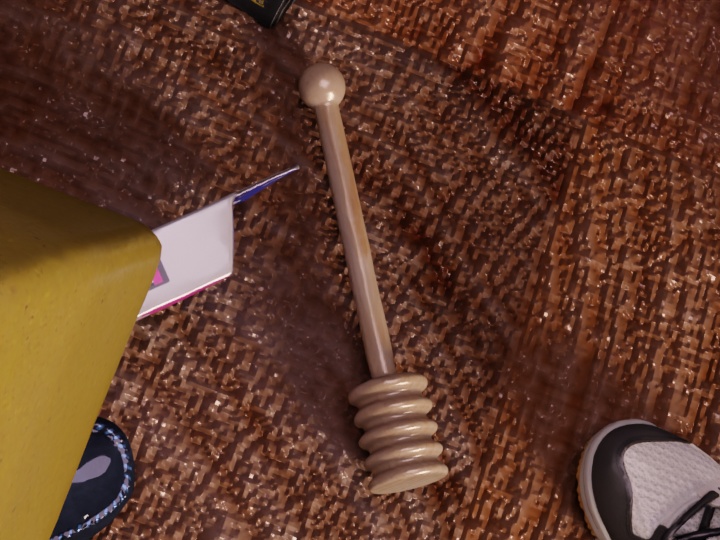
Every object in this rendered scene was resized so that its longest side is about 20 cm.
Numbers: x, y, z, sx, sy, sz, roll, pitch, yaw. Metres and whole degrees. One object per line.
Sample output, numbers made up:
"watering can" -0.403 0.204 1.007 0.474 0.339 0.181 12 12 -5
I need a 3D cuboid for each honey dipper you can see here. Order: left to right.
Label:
"honey dipper" 0.000 0.000 0.860 0.038 0.038 0.202 -8 73 -15

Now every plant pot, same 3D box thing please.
"plant pot" -0.194 0.044 0.616 0.194 0.200 0.196 22 91 -2

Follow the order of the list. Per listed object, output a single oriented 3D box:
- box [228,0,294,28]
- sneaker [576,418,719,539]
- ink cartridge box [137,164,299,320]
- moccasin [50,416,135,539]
"box" -0.069 -0.252 0.901 0.199 0.050 0.199 34 71 -4
"sneaker" 0.180 0.142 0.835 0.075 0.088 0.200 -40 86 -18
"ink cartridge box" -0.118 0.013 0.791 0.199 0.095 0.037 -27 92 -18
"moccasin" -0.185 0.106 0.765 0.198 0.068 0.081 -18 81 -17
